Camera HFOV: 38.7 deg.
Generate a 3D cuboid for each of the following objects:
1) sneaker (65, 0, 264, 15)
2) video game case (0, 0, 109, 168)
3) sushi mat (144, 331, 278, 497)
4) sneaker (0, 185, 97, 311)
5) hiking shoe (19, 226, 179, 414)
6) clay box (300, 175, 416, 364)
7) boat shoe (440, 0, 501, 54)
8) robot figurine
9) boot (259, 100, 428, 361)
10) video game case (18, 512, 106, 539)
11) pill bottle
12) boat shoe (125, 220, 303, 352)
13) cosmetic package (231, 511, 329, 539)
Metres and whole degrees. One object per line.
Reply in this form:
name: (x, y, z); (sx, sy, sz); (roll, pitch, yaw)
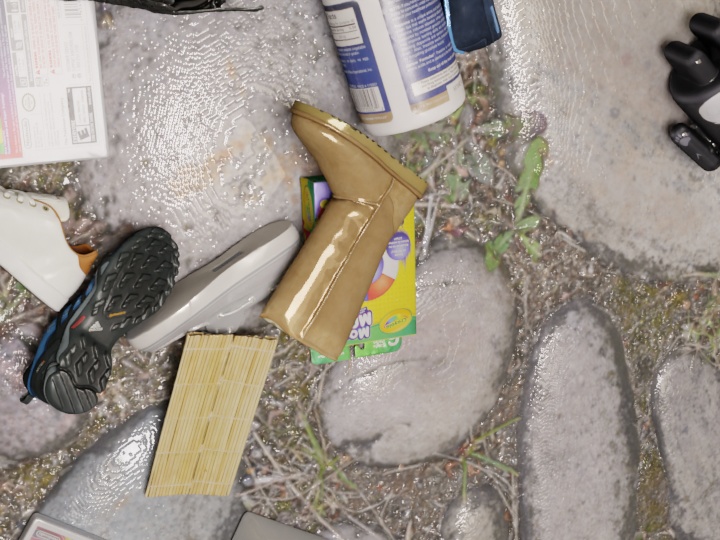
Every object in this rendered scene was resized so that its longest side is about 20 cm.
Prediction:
sneaker: (-0.188, -0.255, 0.887); (0.198, 0.104, 0.061); (1, 100, -39)
video game case: (-0.322, -0.192, 0.904); (0.179, 0.023, 0.204); (-8, 106, -22)
sushi mat: (-0.151, 0.147, 1.029); (0.094, 0.012, 0.203); (7, 117, -26)
sneaker: (-0.317, -0.055, 0.912); (0.085, 0.072, 0.200); (-50, 130, -11)
hiking shoe: (-0.248, 0.037, 0.960); (0.075, 0.086, 0.201); (53, 56, -35)
clay box: (0.000, 0.000, 1.074); (0.113, 0.048, 0.204); (-8, 104, -21)
boat shoe: (0.106, -0.326, 1.033); (0.067, 0.085, 0.203); (-10, 121, -1)
robot figurine: (0.436, -0.205, 1.177); (0.199, 0.149, 0.126); (37, 50, -25)
boot: (-0.039, -0.036, 0.987); (0.174, 0.066, 0.202); (31, 88, -26)
video game case: (-0.315, 0.360, 1.037); (0.142, 0.018, 0.202); (30, 89, -27)
pill bottle: (0.025, -0.244, 0.993); (0.110, 0.111, 0.203); (-25, 111, -16)
boat shoe: (-0.136, 0.029, 1.016); (0.199, 0.072, 0.069); (-38, 114, -21)
cosmetic package: (-0.059, 0.383, 1.053); (0.165, 0.200, 0.169); (25, 92, -25)
